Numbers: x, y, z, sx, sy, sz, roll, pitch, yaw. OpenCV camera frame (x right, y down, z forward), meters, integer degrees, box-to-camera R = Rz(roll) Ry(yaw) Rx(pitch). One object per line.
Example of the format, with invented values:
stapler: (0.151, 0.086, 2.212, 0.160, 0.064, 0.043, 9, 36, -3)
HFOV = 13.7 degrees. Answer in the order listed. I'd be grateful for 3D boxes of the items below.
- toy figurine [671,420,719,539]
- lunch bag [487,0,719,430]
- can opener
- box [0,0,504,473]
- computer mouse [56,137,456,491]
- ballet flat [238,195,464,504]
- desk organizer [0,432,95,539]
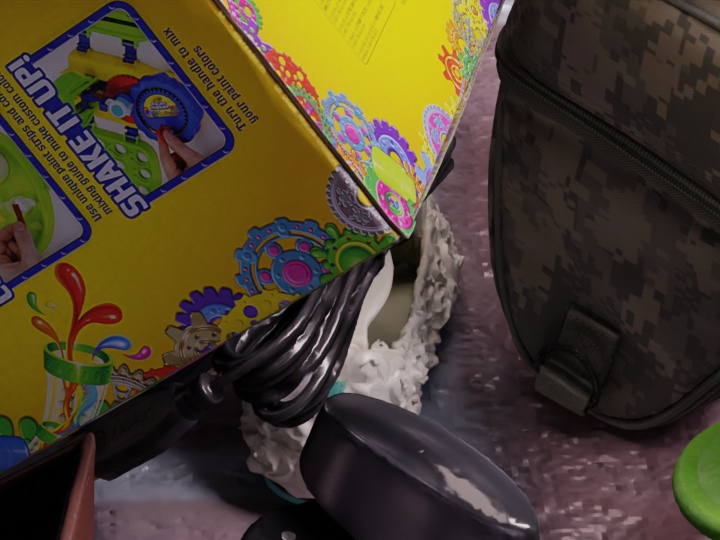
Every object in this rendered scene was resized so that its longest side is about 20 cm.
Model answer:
toy figurine: (0.173, -0.033, 0.805, 0.199, 0.185, 0.150, -11, 26, -7)
lunch bag: (0.134, -0.054, 0.970, 0.139, 0.168, 0.200, 35, 43, 18)
can opener: (0.045, 0.117, 0.788, 0.063, 0.079, 0.200, -31, 57, -32)
box: (-0.076, -0.055, 0.836, 0.192, 0.122, 0.200, -31, 18, 26)
computer mouse: (-0.061, 0.030, 0.884, 0.200, 0.046, 0.141, -20, 25, 35)
ballet flat: (0.000, 0.000, 0.970, 0.072, 0.072, 0.200, 2, 30, 0)
desk organizer: (-0.110, 0.124, 0.743, 0.071, 0.077, 0.200, 3, 31, 1)
